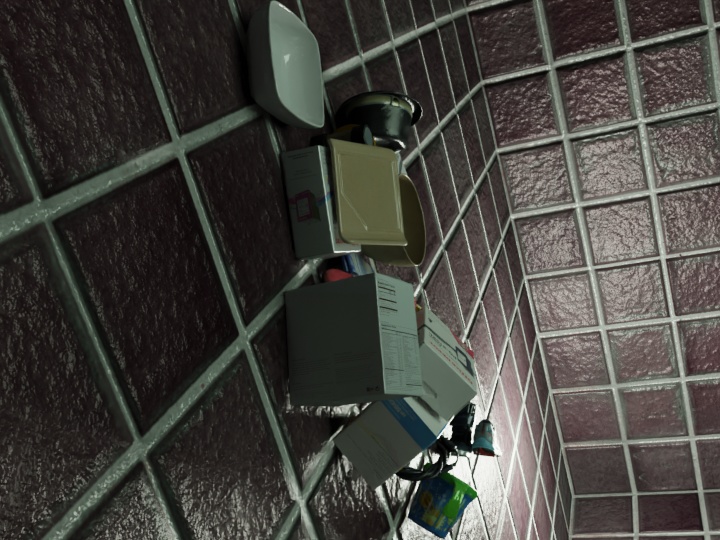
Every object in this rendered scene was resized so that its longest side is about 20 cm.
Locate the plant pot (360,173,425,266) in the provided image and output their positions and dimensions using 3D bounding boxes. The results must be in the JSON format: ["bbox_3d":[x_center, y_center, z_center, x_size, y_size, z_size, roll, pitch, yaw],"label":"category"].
[{"bbox_3d":[0.049,-0.099,1.699,0.200,0.134,0.202,-10,90,-68],"label":"plant pot"}]

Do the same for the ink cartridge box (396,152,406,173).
[{"bbox_3d":[0.055,-0.203,1.825,0.146,0.083,0.201,-74,148,-48],"label":"ink cartridge box"}]

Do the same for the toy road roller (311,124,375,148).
[{"bbox_3d":[-0.010,-0.200,1.606,0.146,0.122,0.201,-1,82,-68],"label":"toy road roller"}]

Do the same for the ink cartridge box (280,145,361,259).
[{"bbox_3d":[-0.071,-0.124,1.473,0.144,0.084,0.201,-7,89,-68],"label":"ink cartridge box"}]

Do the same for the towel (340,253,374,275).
[{"bbox_3d":[0.000,0.000,1.631,0.200,0.024,0.147,54,15,-51],"label":"towel"}]

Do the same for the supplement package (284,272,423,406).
[{"bbox_3d":[-0.012,0.127,1.357,0.147,0.190,0.201,18,65,-58],"label":"supplement package"}]

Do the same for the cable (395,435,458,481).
[{"bbox_3d":[0.120,0.382,1.693,0.199,0.051,0.163,-10,56,-44],"label":"cable"}]

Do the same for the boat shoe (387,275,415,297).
[{"bbox_3d":[0.079,0.077,1.745,0.200,0.072,0.066,-122,-157,-65],"label":"boat shoe"}]

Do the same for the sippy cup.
[{"bbox_3d":[0.177,0.525,1.759,0.131,0.139,0.178,-59,150,-15],"label":"sippy cup"}]

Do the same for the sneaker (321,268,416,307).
[{"bbox_3d":[0.021,0.038,1.497,0.199,0.087,0.074,28,42,-18],"label":"sneaker"}]

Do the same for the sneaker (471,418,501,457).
[{"bbox_3d":[0.347,0.454,2.112,0.200,0.079,0.096,60,36,-70],"label":"sneaker"}]

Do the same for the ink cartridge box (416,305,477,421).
[{"bbox_3d":[0.143,0.172,1.483,0.145,0.084,0.200,44,16,-8],"label":"ink cartridge box"}]

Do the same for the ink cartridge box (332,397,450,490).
[{"bbox_3d":[0.054,0.305,1.475,0.125,0.200,0.128,49,22,6],"label":"ink cartridge box"}]

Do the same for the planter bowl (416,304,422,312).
[{"bbox_3d":[0.051,0.151,1.615,0.083,0.199,0.202,14,-61,67],"label":"planter bowl"}]

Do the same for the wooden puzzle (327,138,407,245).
[{"bbox_3d":[0.011,-0.144,1.477,0.184,0.037,0.201,0,79,-48],"label":"wooden puzzle"}]

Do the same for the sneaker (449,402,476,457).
[{"bbox_3d":[0.268,0.427,2.102,0.202,0.076,0.147,26,68,-76],"label":"sneaker"}]

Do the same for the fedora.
[{"bbox_3d":[0.043,-0.309,1.693,0.200,0.200,0.092,31,50,-63],"label":"fedora"}]

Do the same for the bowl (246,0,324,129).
[{"bbox_3d":[-0.141,-0.360,1.405,0.200,0.074,0.201,18,65,-67],"label":"bowl"}]
